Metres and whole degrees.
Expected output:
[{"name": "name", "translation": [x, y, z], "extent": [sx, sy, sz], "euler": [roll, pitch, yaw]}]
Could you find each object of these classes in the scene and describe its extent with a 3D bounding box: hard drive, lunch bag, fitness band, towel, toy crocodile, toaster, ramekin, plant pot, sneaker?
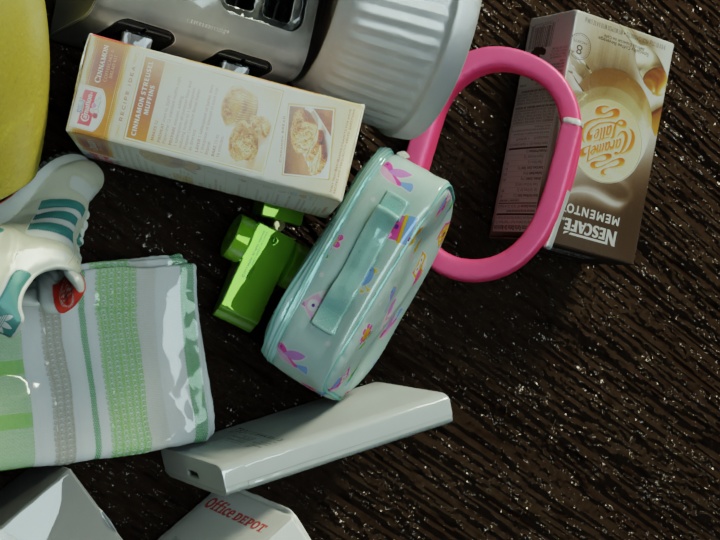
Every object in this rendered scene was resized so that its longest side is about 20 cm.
[{"name": "hard drive", "translation": [-0.044, 0.130, 1.254], "extent": [0.198, 0.131, 0.027], "euler": [-15, 97, -26]}, {"name": "lunch bag", "translation": [0.000, 0.000, 1.247], "extent": [0.077, 0.160, 0.201], "euler": [29, 87, 11]}, {"name": "fitness band", "translation": [0.108, -0.089, 1.332], "extent": [0.142, 0.037, 0.202], "euler": [16, 87, 15]}, {"name": "towel", "translation": [-0.200, 0.066, 1.188], "extent": [0.198, 0.031, 0.151], "euler": [-4, 83, -42]}, {"name": "toy crocodile", "translation": [-0.067, -0.049, 1.280], "extent": [0.067, 0.062, 0.202], "euler": [21, 86, -16]}, {"name": "toaster", "translation": [-0.122, -0.246, 1.206], "extent": [0.179, 0.118, 0.203], "euler": [14, 85, -28]}, {"name": "ramekin", "translation": [0.012, -0.211, 1.240], "extent": [0.104, 0.200, 0.203], "euler": [11, 87, -18]}, {"name": "plant pot", "translation": [-0.294, -0.115, 1.084], "extent": [0.199, 0.199, 0.144], "euler": [-26, 110, -24]}, {"name": "sneaker", "translation": [-0.228, -0.013, 1.136], "extent": [0.093, 0.070, 0.200], "euler": [42, 31, 1]}]

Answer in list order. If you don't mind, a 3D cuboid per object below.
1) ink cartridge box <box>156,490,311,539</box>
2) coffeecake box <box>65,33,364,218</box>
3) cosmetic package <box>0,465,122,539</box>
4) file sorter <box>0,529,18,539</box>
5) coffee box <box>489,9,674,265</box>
[{"name": "ink cartridge box", "translation": [-0.132, 0.266, 1.204], "extent": [0.199, 0.146, 0.083], "euler": [-39, 109, -21]}, {"name": "coffeecake box", "translation": [-0.106, -0.102, 1.164], "extent": [0.197, 0.154, 0.074], "euler": [14, 86, -5]}, {"name": "cosmetic package", "translation": [-0.271, 0.241, 1.166], "extent": [0.199, 0.090, 0.108], "euler": [-38, 107, -24]}, {"name": "file sorter", "translation": [-0.266, 0.242, 1.053], "extent": [0.199, 0.124, 0.140], "euler": [35, 76, -21]}, {"name": "coffee box", "translation": [0.196, -0.114, 1.400], "extent": [0.113, 0.079, 0.203], "euler": [12, 86, -26]}]
